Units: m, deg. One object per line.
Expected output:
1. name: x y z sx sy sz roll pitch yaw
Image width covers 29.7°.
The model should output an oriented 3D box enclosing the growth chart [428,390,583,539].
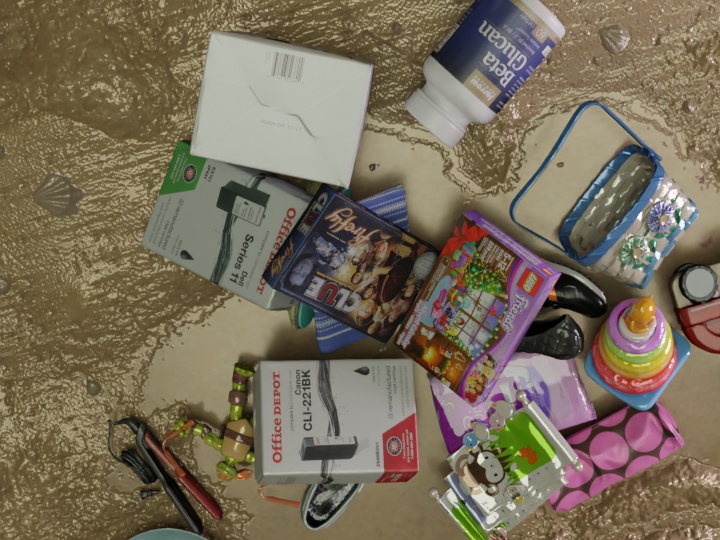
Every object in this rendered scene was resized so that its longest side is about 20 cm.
1. growth chart: 0.179 0.257 1.711 0.145 0.018 0.200 42 109 1

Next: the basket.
1. basket: 0.303 -0.088 1.665 0.199 0.139 0.177 32 101 -14

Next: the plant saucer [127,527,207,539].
1. plant saucer: -0.252 0.437 1.830 0.198 0.039 0.204 1 101 3

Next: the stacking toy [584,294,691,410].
1. stacking toy: 0.336 0.077 1.653 0.109 0.200 0.116 35 78 21

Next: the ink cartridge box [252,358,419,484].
1. ink cartridge box: -0.033 0.190 1.703 0.197 0.084 0.146 0 73 -8

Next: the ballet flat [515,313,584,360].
1. ballet flat: 0.193 0.073 1.701 0.198 0.066 0.057 1 120 40

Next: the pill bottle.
1. pill bottle: 0.146 -0.251 1.658 0.111 0.111 0.200 39 99 -5

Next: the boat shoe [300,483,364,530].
1. boat shoe: -0.011 0.257 1.772 0.070 0.072 0.202 33 98 -3

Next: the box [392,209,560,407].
1. box: 0.139 0.047 1.662 0.136 0.039 0.201 37 116 19

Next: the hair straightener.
1. hair straightener: -0.273 0.276 1.799 0.077 0.041 0.200 -39 102 8

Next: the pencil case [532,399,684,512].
1. pencil case: 0.310 0.231 1.751 0.199 0.091 0.094 -29 90 4

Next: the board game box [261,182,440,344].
1. board game box: -0.006 -0.005 1.643 0.199 0.035 0.136 27 101 -39

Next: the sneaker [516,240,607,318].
1. sneaker: 0.210 0.027 1.711 0.199 0.070 0.091 28 72 3

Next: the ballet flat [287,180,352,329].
1. ballet flat: -0.068 -0.027 1.734 0.070 0.071 0.202 17 101 -1

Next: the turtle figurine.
1. turtle figurine: -0.146 0.214 1.774 0.198 0.064 0.163 23 92 9

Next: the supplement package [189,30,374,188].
1. supplement package: -0.088 -0.198 1.631 0.189 0.200 0.149 12 100 -1

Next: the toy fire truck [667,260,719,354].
1. toy fire truck: 0.494 0.072 1.709 0.174 0.129 0.202 -17 89 5

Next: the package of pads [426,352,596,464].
1. package of pads: 0.192 0.160 1.747 0.198 0.076 0.122 -18 96 5

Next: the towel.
1. towel: 0.000 0.000 1.688 0.144 0.024 0.202 -21 126 -21

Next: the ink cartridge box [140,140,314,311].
1. ink cartridge box: -0.152 -0.056 1.687 0.198 0.083 0.148 25 100 18
